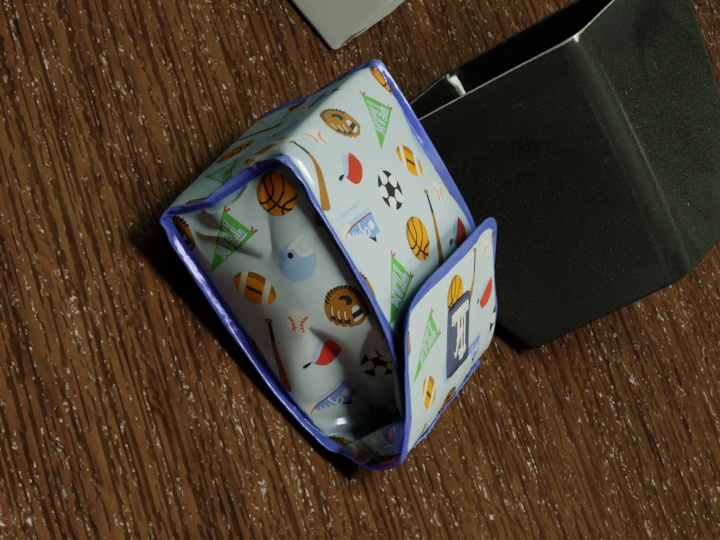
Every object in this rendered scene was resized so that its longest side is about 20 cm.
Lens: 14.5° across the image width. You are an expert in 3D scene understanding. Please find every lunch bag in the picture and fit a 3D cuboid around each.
[{"bbox_3d":[0.000,0.000,1.686,0.201,0.123,0.170,60,32,-11],"label":"lunch bag"}]

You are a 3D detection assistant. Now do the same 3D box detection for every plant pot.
[{"bbox_3d":[0.140,-0.068,1.867,0.178,0.199,0.200,59,32,-8],"label":"plant pot"}]

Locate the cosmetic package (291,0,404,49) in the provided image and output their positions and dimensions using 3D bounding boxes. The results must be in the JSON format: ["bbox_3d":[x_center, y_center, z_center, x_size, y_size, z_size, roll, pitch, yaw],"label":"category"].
[{"bbox_3d":[-0.040,-0.259,1.934,0.200,0.074,0.102,49,33,0],"label":"cosmetic package"}]
